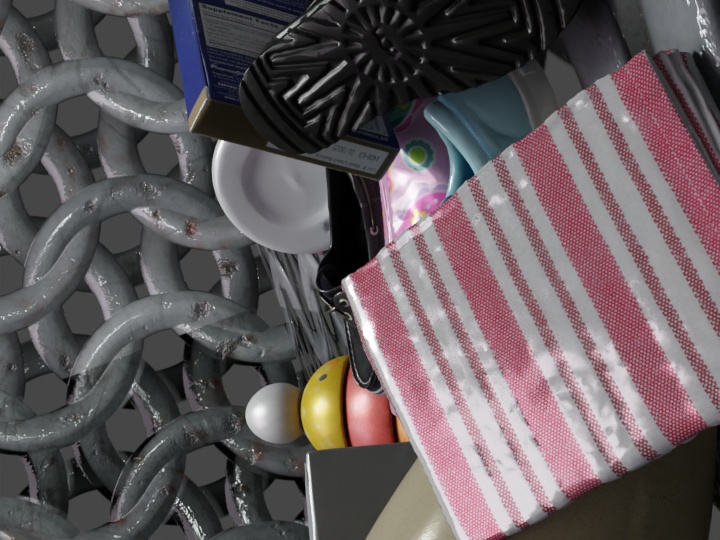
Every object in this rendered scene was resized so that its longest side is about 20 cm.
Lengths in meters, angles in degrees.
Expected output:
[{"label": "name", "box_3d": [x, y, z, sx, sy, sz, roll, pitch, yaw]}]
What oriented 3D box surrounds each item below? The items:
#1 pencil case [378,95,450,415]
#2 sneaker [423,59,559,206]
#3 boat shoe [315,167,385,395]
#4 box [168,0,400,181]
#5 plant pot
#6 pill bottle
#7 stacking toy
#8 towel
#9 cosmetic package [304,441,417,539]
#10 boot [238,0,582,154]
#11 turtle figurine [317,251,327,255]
[{"label": "pencil case", "box_3d": [0.049, -0.013, 0.852, 0.087, 0.087, 0.201, -162, 68, -79]}, {"label": "sneaker", "box_3d": [0.081, -0.019, 0.790, 0.074, 0.082, 0.201, -130, 22, -68]}, {"label": "boat shoe", "box_3d": [0.000, 0.000, 0.934, 0.070, 0.066, 0.201, 43, 137, 46]}, {"label": "box", "box_3d": [-0.053, -0.141, 0.835, 0.032, 0.121, 0.201, -56, 34, 37]}, {"label": "plant pot", "box_3d": [0.094, 0.127, 0.681, 0.187, 0.186, 0.201, -129, 54, -64]}, {"label": "pill bottle", "box_3d": [-0.034, -0.108, 1.041, 0.200, 0.119, 0.120, -74, -28, -60]}, {"label": "stacking toy", "box_3d": [0.003, 0.111, 1.093, 0.146, 0.199, 0.147, -6, -90, -78]}, {"label": "towel", "box_3d": [0.088, 0.018, 0.589, 0.030, 0.200, 0.147, 3, -123, -51]}, {"label": "cosmetic package", "box_3d": [0.065, 0.152, 0.864, 0.107, 0.199, 0.091, 90, 172, -72]}, {"label": "boot", "box_3d": [0.038, -0.154, 0.726, 0.080, 0.210, 0.158, 56, -142, -20]}, {"label": "turtle figurine", "box_3d": [-0.013, -0.051, 1.281, 0.200, 0.100, 0.150, -156, 46, -70]}]
